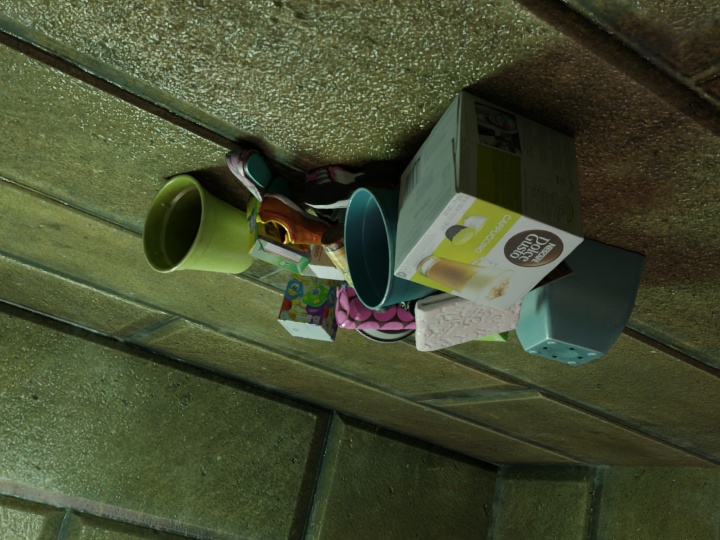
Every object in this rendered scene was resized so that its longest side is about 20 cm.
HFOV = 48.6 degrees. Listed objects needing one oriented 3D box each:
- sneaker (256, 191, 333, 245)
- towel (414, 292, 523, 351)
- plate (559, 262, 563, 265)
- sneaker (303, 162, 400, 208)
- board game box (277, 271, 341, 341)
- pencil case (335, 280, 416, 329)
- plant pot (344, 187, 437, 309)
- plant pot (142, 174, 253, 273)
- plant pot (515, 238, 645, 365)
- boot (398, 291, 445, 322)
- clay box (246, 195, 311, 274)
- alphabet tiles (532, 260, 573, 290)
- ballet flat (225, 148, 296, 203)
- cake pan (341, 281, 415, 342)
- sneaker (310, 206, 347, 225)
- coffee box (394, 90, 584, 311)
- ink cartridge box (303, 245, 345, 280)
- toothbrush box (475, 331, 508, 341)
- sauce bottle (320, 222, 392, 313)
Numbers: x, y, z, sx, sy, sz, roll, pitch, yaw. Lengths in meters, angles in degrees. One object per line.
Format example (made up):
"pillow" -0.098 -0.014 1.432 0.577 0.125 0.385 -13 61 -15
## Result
"sneaker" -0.111 -0.075 1.489 0.200 0.077 0.073 27 173 -30
"towel" 0.187 0.077 1.391 0.191 0.032 0.200 -15 153 -2
"plate" 0.243 0.000 1.443 0.200 0.032 0.200 -12 -166 -3
"sneaker" -0.008 -0.134 1.421 0.200 0.080 0.086 2 158 31
"board game box" -0.095 0.041 1.758 0.103 0.200 0.105 6 158 19
"pencil case" 0.050 0.072 1.620 0.200 0.091 0.094 5 -154 -19
"plant pot" 0.095 -0.045 1.334 0.188 0.200 0.200 -6 166 -20
"plant pot" -0.314 -0.075 1.643 0.200 0.201 0.184 -5 164 40
"plant pot" 0.401 0.067 1.524 0.196 0.200 0.196 15 159 -8
"boot" 0.105 0.035 1.488 0.079 0.158 0.211 -24 155 -10
"clay box" -0.161 -0.084 1.558 0.115 0.200 0.048 22 121 -24
"alphabet tiles" 0.266 -0.046 1.322 0.200 0.167 0.008 -18 156 -43
"ballet flat" -0.186 -0.165 1.482 0.071 0.069 0.200 22 164 33
"cake pan" 0.059 0.051 1.690 0.200 0.201 0.037 18 162 -14
"sneaker" -0.012 -0.089 1.530 0.200 0.067 0.091 34 170 1
"coffee box" 0.182 -0.094 1.159 0.198 0.200 0.200 19 141 -16
"ink cartridge box" -0.030 -0.044 1.617 0.200 0.116 0.067 5 159 19
"toothbrush box" 0.241 0.045 1.644 0.086 0.146 0.200 0 157 32
"sauce bottle" 0.000 0.000 1.500 0.066 0.066 0.200 -6 134 41
